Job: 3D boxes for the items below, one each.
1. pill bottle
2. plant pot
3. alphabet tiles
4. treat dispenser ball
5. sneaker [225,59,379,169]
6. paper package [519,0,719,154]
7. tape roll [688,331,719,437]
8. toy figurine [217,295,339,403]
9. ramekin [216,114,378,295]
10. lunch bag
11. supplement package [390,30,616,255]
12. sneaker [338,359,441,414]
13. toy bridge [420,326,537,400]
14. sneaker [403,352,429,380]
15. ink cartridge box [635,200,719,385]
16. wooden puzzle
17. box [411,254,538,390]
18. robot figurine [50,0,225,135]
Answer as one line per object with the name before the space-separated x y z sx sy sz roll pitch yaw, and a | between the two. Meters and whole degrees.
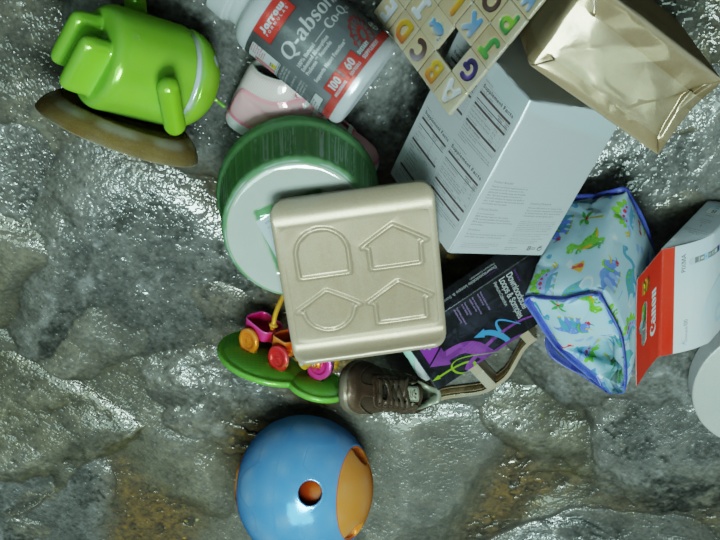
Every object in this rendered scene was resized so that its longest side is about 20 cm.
pill bottle | -0.068 -0.271 1.237 0.199 0.116 0.116 38 119 -3
plant pot | -0.279 -0.172 1.290 0.197 0.200 0.028 21 103 -8
alphabet tiles | 0.095 -0.300 1.196 0.007 0.201 0.168 0 140 -49
treat dispenser ball | -0.080 0.307 1.559 0.197 0.202 0.204 2 123 4
sneaker | -0.058 -0.188 1.323 0.197 0.076 0.106 23 127 -4
paper package | 0.266 -0.248 1.181 0.189 0.201 0.104 30 116 -15
tape roll | 0.549 0.151 1.502 0.198 0.037 0.206 3 123 4
toy figurine | -0.082 0.045 1.430 0.198 0.149 0.187 28 116 32
ramekin | -0.073 -0.069 1.289 0.196 0.098 0.203 -2 120 -3
lunch bag | 0.296 0.027 1.354 0.126 0.172 0.200 -4 140 38
supplement package | 0.162 -0.144 1.256 0.150 0.151 0.202 1 130 -36
sneaker | 0.041 0.154 1.456 0.074 0.199 0.072 -4 82 27
toy bridge | 0.165 0.137 1.534 0.199 0.027 0.067 -36 113 25
sneaker | 0.055 0.062 1.486 0.117 0.074 0.202 26 152 31
ink cartridge box | 0.402 0.031 1.354 0.047 0.199 0.163 18 131 35
wooden puzzle | 0.000 0.000 1.254 0.181 0.046 0.203 -8 116 0
box | 0.153 0.058 1.417 0.198 0.036 0.143 -35 140 2
robot figurine | -0.246 -0.230 1.256 0.198 0.177 0.116 9 131 -41
